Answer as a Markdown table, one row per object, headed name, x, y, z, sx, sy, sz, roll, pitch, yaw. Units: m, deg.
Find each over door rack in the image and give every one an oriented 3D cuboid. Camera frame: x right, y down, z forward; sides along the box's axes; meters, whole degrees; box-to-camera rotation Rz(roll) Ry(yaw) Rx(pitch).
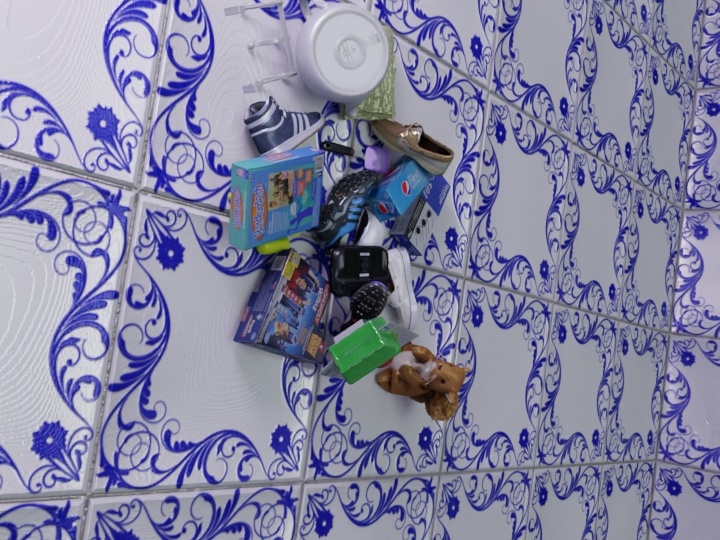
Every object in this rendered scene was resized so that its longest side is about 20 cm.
| name | x | y | z | sx | sy | sz | roll | pitch | yaw |
| --- | --- | --- | --- | --- | --- | --- | --- | --- | --- |
| over door rack | -0.186 | -0.409 | 1.469 | 0.200 | 0.066 | 0.148 | -49 | 131 | -61 |

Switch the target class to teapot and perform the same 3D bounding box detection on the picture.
| name | x | y | z | sx | sy | sz | roll | pitch | yaw |
| --- | --- | --- | --- | --- | --- | --- | --- | --- | --- |
| teapot | -0.049 | -0.424 | 1.584 | 0.197 | 0.146 | 0.200 | 16 | 93 | -25 |

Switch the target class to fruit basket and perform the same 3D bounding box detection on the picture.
| name | x | y | z | sx | sy | sz | roll | pitch | yaw |
| --- | --- | --- | --- | --- | --- | --- | --- | --- | --- |
| fruit basket | 0.018 | 0.164 | 1.673 | 0.094 | 0.185 | 0.200 | 58 | 11 | 15 |

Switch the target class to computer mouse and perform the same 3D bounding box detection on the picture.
| name | x | y | z | sx | sy | sz | roll | pitch | yaw |
| --- | --- | --- | --- | --- | --- | --- | --- | --- | --- |
| computer mouse | 0.015 | -0.046 | 1.762 | 0.110 | 0.044 | 0.200 | 24 | 75 | -46 |

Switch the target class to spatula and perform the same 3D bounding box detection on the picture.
| name | x | y | z | sx | sy | sz | roll | pitch | yaw |
| --- | --- | --- | --- | --- | --- | --- | --- | --- | --- |
| spatula | -0.010 | -0.250 | 1.734 | 0.200 | 0.021 | 0.057 | 8 | 89 | -49 |

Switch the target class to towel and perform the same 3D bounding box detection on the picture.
| name | x | y | z | sx | sy | sz | roll | pitch | yaw |
| --- | --- | --- | --- | --- | --- | --- | --- | --- | --- |
| towel | 0.010 | -0.418 | 1.716 | 0.148 | 0.036 | 0.200 | -7 | 98 | -35 |

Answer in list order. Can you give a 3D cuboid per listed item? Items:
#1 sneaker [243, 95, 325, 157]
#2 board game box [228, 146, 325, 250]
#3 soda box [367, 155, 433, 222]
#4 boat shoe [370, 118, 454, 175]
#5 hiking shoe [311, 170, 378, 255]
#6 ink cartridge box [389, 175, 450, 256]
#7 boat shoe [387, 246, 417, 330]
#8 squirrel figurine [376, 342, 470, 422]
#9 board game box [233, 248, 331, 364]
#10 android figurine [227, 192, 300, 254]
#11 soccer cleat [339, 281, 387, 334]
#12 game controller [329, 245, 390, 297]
| name | x | y | z | sx | sy | sz | roll | pitch | yaw |
| --- | --- | --- | --- | --- | --- | --- | --- | --- | --- |
| sneaker | -0.144 | -0.289 | 1.539 | 0.109 | 0.070 | 0.200 | 60 | 39 | -16 |
| board game box | -0.150 | -0.134 | 1.471 | 0.200 | 0.045 | 0.152 | -22 | 126 | -48 |
| soda box | 0.093 | -0.192 | 1.798 | 0.068 | 0.064 | 0.200 | 57 | 43 | -19 |
| boat shoe | 0.117 | -0.288 | 1.779 | 0.200 | 0.066 | 0.074 | 29 | 46 | -10 |
| hiking shoe | -0.030 | -0.129 | 1.693 | 0.200 | 0.074 | 0.087 | -47 | 134 | -24 |
| ink cartridge box | 0.142 | -0.143 | 1.901 | 0.094 | 0.044 | 0.200 | 46 | 59 | -43 |
| boat shoe | 0.080 | 0.048 | 1.838 | 0.070 | 0.071 | 0.200 | -15 | 110 | -20 |
| squirrel figurine | 0.167 | 0.250 | 1.851 | 0.142 | 0.186 | 0.200 | -57 | 132 | -30 |
| board game box | -0.133 | 0.093 | 1.586 | 0.200 | 0.062 | 0.200 | 45 | 56 | -45 |
| android figurine | -0.172 | -0.122 | 1.541 | 0.200 | 0.041 | 0.182 | -13 | 103 | -49 |
| soccer cleat | 0.012 | 0.080 | 1.691 | 0.073 | 0.068 | 0.200 | -54 | 172 | -45 |
| game controller | 0.000 | 0.000 | 1.691 | 0.200 | 0.042 | 0.105 | -2 | 85 | -57 |
